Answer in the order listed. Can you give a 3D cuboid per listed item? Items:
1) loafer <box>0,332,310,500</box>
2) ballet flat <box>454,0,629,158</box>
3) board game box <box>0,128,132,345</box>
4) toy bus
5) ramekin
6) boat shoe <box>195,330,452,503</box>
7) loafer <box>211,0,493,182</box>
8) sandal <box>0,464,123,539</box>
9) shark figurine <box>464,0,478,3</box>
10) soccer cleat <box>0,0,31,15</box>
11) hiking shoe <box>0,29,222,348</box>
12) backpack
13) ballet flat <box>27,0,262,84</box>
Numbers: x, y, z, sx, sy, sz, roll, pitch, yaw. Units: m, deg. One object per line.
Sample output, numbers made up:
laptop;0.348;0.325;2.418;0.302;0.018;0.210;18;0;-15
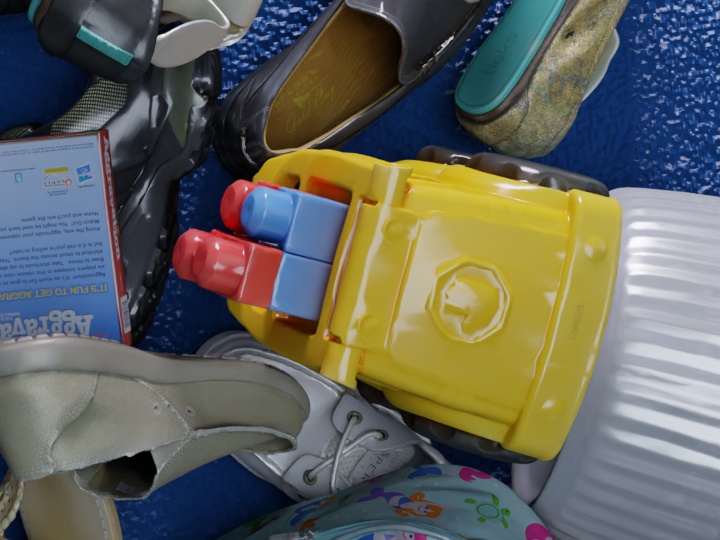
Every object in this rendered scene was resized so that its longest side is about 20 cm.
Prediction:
loafer;-0.101;0.072;1.173;0.199;0.075;0.069;11;78;-48
ballet flat;0.119;-0.145;1.300;0.070;0.071;0.201;33;86;-15
board game box;-0.211;-0.006;1.205;0.198;0.019;0.104;-5;95;9
toy bus;0.000;0.000;1.195;0.191;0.200;0.137;13;93;-21
ramekin;0.145;0.053;1.255;0.104;0.200;0.202;14;91;-6
boat shoe;0.002;0.097;1.281;0.199;0.069;0.071;33;89;-14
loafer;0.013;-0.116;1.264;0.073;0.072;0.200;43;82;-12
sandal;-0.156;0.163;1.221;0.069;0.077;0.213;-26;117;-37
shark figurine;0.035;-0.248;1.244;0.128;0.090;0.215;-35;80;-31
soccer cleat;-0.234;-0.123;1.209;0.198;0.068;0.082;-1;105;-8
hiking shoe;-0.138;-0.028;1.243;0.100;0.076;0.201;20;90;3
backpack;0.009;0.193;1.214;0.199;0.151;0.179;-23;99;19
ballet flat;-0.086;-0.129;1.185;0.068;0.200;0.068;35;121;4
